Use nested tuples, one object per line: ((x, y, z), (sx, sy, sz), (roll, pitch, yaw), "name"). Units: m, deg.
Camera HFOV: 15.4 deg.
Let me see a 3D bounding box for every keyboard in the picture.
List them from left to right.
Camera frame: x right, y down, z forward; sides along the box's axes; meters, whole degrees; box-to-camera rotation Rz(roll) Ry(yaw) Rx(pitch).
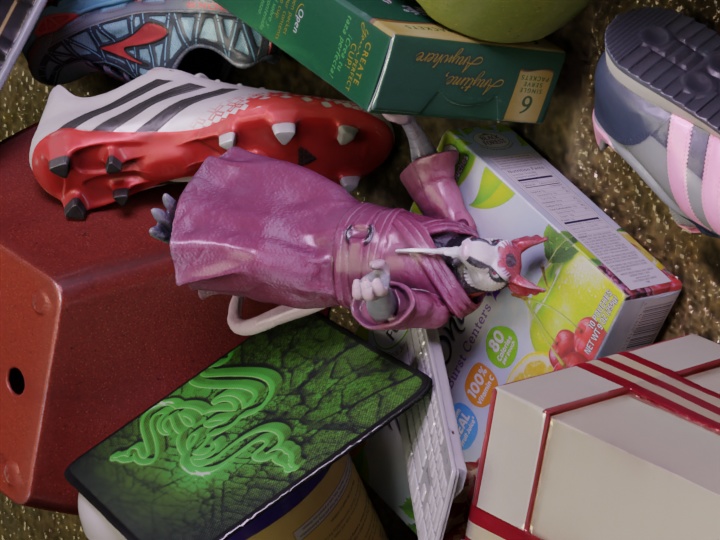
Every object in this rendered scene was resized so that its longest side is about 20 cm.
((0.031, 0.076, 1.293), (0.200, 0.011, 0.057), (-98, 25, -67), "keyboard")

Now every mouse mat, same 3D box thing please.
((-0.061, 0.080, 1.341), (0.008, 0.160, 0.200), (59, 167, -19), "mouse mat")

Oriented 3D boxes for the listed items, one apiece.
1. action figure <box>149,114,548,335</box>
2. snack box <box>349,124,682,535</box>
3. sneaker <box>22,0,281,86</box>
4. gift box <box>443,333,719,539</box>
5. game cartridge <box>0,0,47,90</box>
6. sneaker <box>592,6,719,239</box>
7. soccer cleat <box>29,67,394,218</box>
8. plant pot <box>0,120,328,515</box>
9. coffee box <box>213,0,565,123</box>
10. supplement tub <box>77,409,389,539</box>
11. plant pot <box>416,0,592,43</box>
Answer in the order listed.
((0.000, 0.000, 1.333), (0.199, 0.134, 0.150), (11, 140, 21), "action figure")
((0.067, 0.046, 1.384), (0.142, 0.053, 0.201), (45, 126, 32), "snack box")
((-0.121, -0.125, 1.519), (0.199, 0.079, 0.096), (-18, 88, 45), "sneaker")
((0.140, 0.152, 1.243), (0.186, 0.184, 0.201), (25, 109, 37), "gift box")
((-0.206, -0.143, 1.499), (0.201, 0.040, 0.133), (-62, 18, 0), "game cartridge")
((0.186, -0.037, 1.255), (0.200, 0.070, 0.082), (48, 148, 27), "sneaker")
((-0.081, -0.078, 1.451), (0.086, 0.198, 0.069), (-93, -4, -45), "soccer cleat")
((-0.153, 0.031, 1.512), (0.199, 0.176, 0.201), (30, 118, 36), "plant pot")
((-0.002, -0.135, 1.352), (0.200, 0.122, 0.044), (39, 117, 44), "coffee box")
((-0.050, 0.172, 1.425), (0.145, 0.145, 0.201), (-1, 122, 44), "supplement tub")
((0.089, -0.209, 1.238), (0.201, 0.199, 0.190), (60, 143, 18), "plant pot")
